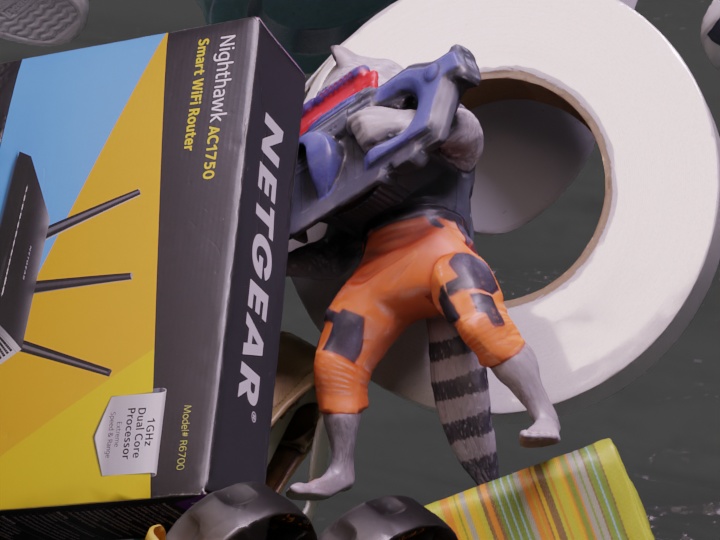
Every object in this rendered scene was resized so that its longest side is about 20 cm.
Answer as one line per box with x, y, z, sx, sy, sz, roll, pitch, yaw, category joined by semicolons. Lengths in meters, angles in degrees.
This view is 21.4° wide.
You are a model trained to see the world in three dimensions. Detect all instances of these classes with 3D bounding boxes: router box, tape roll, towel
-0.105;0.006;0.758;0.149;0.051;0.201;-7;63;23;router box
0.061;-0.033;0.848;0.202;0.037;0.204;-4;78;18;tape roll
0.022;0.138;0.760;0.199;0.018;0.086;-20;92;5;towel

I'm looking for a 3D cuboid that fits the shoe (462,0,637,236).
0.082;-0.110;0.939;0.201;0.071;0.091;-66;18;-6;shoe

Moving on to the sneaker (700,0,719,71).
0.218;-0.064;0.839;0.199;0.079;0.130;8;75;45;sneaker

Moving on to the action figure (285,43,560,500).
0.000;0.000;0.810;0.200;0.104;0.194;-23;64;38;action figure

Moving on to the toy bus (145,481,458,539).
-0.019;0.185;0.657;0.136;0.200;0.192;42;105;34;toy bus

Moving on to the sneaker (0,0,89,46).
-0.249;-0.202;1.076;0.200;0.074;0.118;16;47;-22;sneaker

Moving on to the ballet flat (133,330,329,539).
-0.058;0.110;0.814;0.063;0.069;0.200;15;60;17;ballet flat

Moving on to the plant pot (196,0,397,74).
-0.031;-0.214;0.986;0.199;0.200;0.188;-19;64;5;plant pot
